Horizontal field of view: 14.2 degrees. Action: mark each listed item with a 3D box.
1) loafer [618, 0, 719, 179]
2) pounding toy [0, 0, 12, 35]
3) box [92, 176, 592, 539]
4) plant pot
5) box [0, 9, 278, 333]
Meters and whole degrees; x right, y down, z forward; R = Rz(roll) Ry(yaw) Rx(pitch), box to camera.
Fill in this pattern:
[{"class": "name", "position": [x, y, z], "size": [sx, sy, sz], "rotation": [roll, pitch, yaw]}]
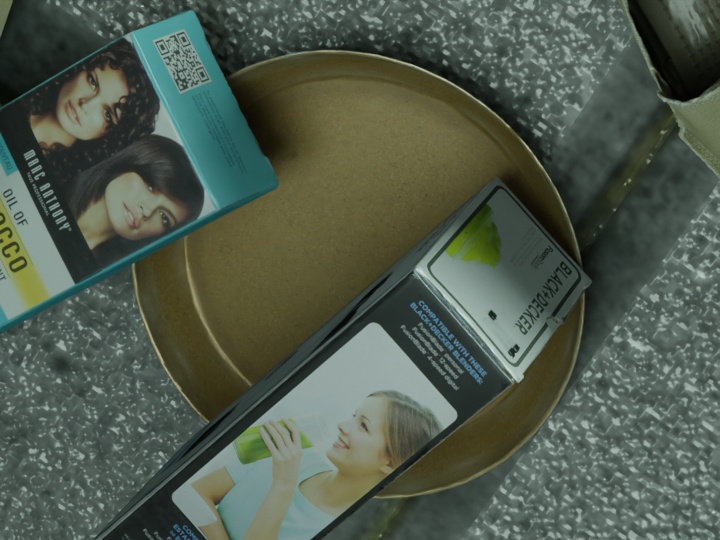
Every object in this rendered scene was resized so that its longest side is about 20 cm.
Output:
[{"class": "loafer", "position": [0.149, -0.073, 1.113], "size": [0.076, 0.068, 0.200], "rotation": [-36, 96, 27]}, {"class": "pounding toy", "position": [-0.228, -0.176, 1.175], "size": [0.199, 0.142, 0.185], "rotation": [32, 132, 6]}, {"class": "box", "position": [-0.008, 0.058, 1.163], "size": [0.200, 0.117, 0.060], "rotation": [-40, 93, 28]}, {"class": "plant pot", "position": [0.000, 0.000, 1.215], "size": [0.199, 0.027, 0.201], "rotation": [6, 112, 15]}, {"class": "box", "position": [-0.135, -0.028, 1.214], "size": [0.199, 0.049, 0.083], "rotation": [-27, 90, 33]}]
